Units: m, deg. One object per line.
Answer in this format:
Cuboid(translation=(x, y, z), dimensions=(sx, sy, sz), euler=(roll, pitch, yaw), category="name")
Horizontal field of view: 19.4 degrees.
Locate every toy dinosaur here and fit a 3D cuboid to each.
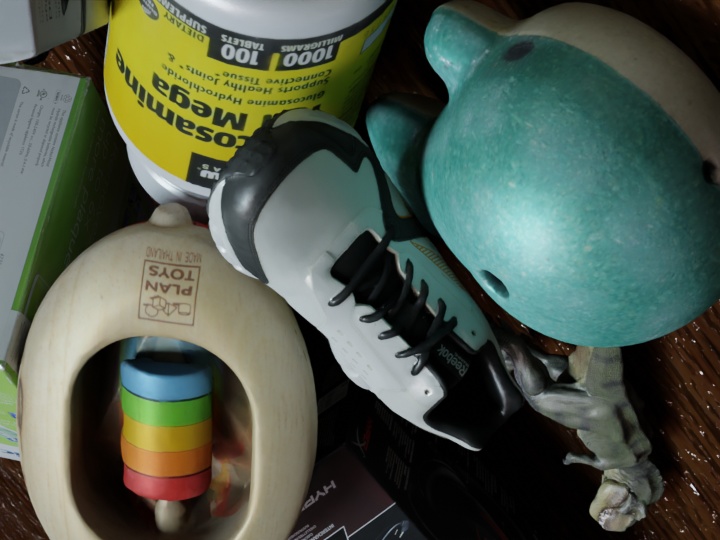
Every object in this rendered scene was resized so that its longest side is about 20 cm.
Cuboid(translation=(0.093, 0.051, 0.954), dimensions=(0.088, 0.048, 0.200), euler=(28, 161, 26), category="toy dinosaur")

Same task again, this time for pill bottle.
Cuboid(translation=(-0.047, -0.099, 0.864), dimensions=(0.112, 0.112, 0.200), euler=(39, 154, 9), category="pill bottle")

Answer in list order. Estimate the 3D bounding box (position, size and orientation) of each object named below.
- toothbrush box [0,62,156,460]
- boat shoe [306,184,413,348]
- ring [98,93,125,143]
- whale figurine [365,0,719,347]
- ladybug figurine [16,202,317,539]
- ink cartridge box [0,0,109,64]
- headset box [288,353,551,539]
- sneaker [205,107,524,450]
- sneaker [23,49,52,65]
Cuboid(translation=(-0.169, 0.002, 1.034), dimensions=(0.086, 0.146, 0.200), euler=(12, 161, 8), category="toothbrush box")
Cuboid(translation=(0.000, 0.000, 0.990), dimensions=(0.075, 0.068, 0.200), euler=(49, 177, 7), category="boat shoe")
Cuboid(translation=(-0.142, -0.128, 0.977), dimensions=(0.200, 0.019, 0.201), euler=(9, 145, 6), category="ring")
Cuboid(translation=(0.062, -0.029, 0.824), dimensions=(0.200, 0.104, 0.159), euler=(5, 136, 56), category="whale figurine")
Cuboid(translation=(-0.084, 0.059, 0.951), dimensions=(0.135, 0.072, 0.201), euler=(8, 116, 2), category="ladybug figurine")
Cuboid(translation=(-0.145, -0.148, 0.737), dimensions=(0.200, 0.084, 0.147), euler=(-88, -7, -80), category="ink cartridge box")
Cuboid(translation=(0.034, 0.148, 1.076), dimensions=(0.200, 0.075, 0.149), euler=(49, -163, -14), category="headset box")
Cuboid(translation=(0.010, 0.006, 0.849), dimensions=(0.080, 0.074, 0.200), euler=(40, 176, 39), category="sneaker")
Cuboid(translation=(-0.177, -0.170, 1.012), dimensions=(0.115, 0.076, 0.201), euler=(32, 161, 3), category="sneaker")
